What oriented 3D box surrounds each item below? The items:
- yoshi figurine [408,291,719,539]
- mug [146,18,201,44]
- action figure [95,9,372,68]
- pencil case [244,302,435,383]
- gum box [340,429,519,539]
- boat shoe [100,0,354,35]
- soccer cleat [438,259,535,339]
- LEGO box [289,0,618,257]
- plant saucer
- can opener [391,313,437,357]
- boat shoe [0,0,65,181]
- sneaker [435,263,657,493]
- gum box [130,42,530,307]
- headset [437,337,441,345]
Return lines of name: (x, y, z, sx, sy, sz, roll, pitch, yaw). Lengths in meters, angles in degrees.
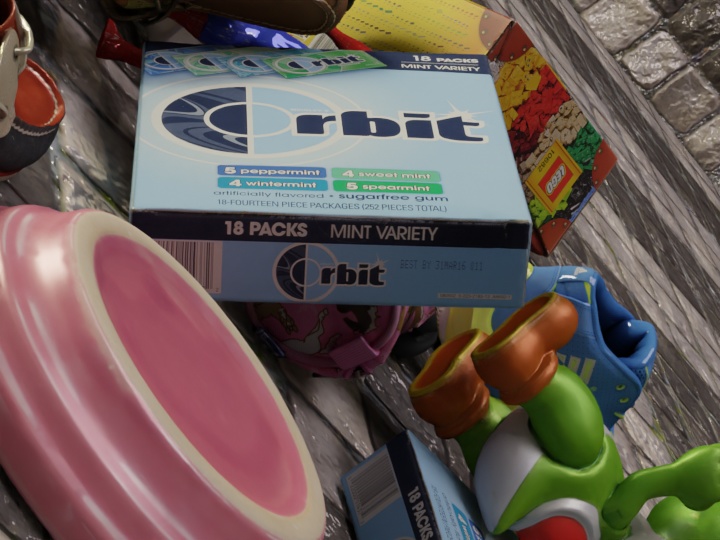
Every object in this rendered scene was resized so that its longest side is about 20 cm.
yoshi figurine: (0.121, 0.103, 1.211, 0.201, 0.112, 0.112, 54, 5, -8)
mug: (-0.056, -0.221, 1.361, 0.149, 0.186, 0.154, -12, 77, -63)
action figure: (-0.032, -0.098, 1.293, 0.199, 0.066, 0.052, 24, 30, -12)
pencil case: (0.000, 0.000, 1.289, 0.082, 0.087, 0.200, 25, 11, 6)
gum box: (0.079, 0.191, 1.161, 0.200, 0.044, 0.170, 45, 16, -33)
boat shoe: (-0.101, -0.147, 1.215, 0.199, 0.072, 0.068, 20, 59, -4)
soccer cleat: (0.095, 0.050, 1.453, 0.081, 0.067, 0.201, -33, 105, -55)
LEGO box: (0.032, -0.108, 1.494, 0.199, 0.077, 0.149, 29, -11, 41)
plant saucer: (-0.077, 0.053, 0.946, 0.201, 0.051, 0.201, 50, 14, -17)
can opener: (-0.023, -0.040, 1.422, 0.067, 0.053, 0.201, -17, 69, -43)
boat shoe: (-0.160, -0.087, 0.980, 0.071, 0.062, 0.200, 56, 11, 20)
sneaker: (0.107, 0.078, 1.307, 0.076, 0.104, 0.201, -70, 148, -50)
gum box: (-0.018, -0.047, 1.156, 0.200, 0.168, 0.045, -97, -170, -64)
headset: (0.101, 0.028, 1.552, 0.201, 0.093, 0.123, 68, 15, 10)
